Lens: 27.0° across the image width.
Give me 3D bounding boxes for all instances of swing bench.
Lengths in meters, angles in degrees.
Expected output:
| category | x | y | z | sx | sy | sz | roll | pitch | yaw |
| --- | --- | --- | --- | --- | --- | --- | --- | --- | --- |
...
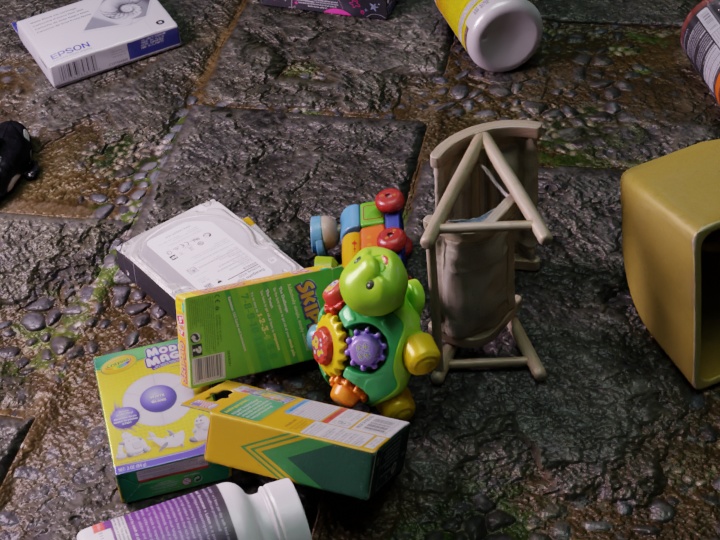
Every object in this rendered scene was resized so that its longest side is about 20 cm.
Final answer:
| category | x | y | z | sx | sy | sz | roll | pitch | yaw |
| --- | --- | --- | --- | --- | --- | --- | --- | --- | --- |
| swing bench | 0.132 | -0.021 | 1.578 | 0.128 | 0.200 | 0.201 | -2 | 40 | 5 |

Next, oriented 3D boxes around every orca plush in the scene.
| category | x | y | z | sx | sy | sz | roll | pitch | yaw |
| --- | --- | --- | --- | --- | --- | --- | --- | --- | --- |
| orca plush | -0.476 | -0.137 | 1.880 | 0.104 | 0.072 | 0.200 | 17 | 45 | 24 |

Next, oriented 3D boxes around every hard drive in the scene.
| category | x | y | z | sx | sy | sz | roll | pitch | yaw |
| --- | --- | --- | --- | --- | --- | --- | --- | --- | --- |
| hard drive | -0.159 | 0.003 | 1.646 | 0.139 | 0.038 | 0.200 | -28 | 46 | -28 |

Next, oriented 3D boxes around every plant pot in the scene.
| category | x | y | z | sx | sy | sz | roll | pitch | yaw |
| --- | --- | --- | --- | --- | --- | --- | --- | --- | --- |
| plant pot | 0.375 | -0.034 | 1.582 | 0.193 | 0.197 | 0.200 | -20 | 36 | -17 |

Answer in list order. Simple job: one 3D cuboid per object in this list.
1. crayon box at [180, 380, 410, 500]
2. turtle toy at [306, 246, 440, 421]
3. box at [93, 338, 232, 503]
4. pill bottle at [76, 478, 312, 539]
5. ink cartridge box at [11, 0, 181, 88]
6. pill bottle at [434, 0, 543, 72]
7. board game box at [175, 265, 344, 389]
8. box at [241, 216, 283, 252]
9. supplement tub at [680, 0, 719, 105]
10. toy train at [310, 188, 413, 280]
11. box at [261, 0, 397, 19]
| category | x | y | z | sx | sy | sz | roll | pitch | yaw |
| --- | --- | --- | --- | --- | --- | --- | --- | --- | --- |
| crayon box | -0.064 | 0.162 | 1.453 | 0.198 | 0.052 | 0.126 | 12 | 10 | 16 |
| turtle toy | 0.008 | 0.056 | 1.508 | 0.100 | 0.201 | 0.146 | -4 | 46 | -28 |
| box | -0.208 | 0.141 | 1.547 | 0.116 | 0.049 | 0.201 | -13 | 39 | -10 |
| pill bottle | -0.146 | 0.258 | 1.352 | 0.198 | 0.112 | 0.112 | -17 | 42 | -13 |
| ink cartridge box | -0.383 | -0.352 | 2.144 | 0.198 | 0.041 | 0.200 | -23 | 43 | -19 |
| pill bottle | 0.167 | -0.365 | 2.044 | 0.108 | 0.110 | 0.201 | -14 | 41 | -10 |
| board game box | -0.099 | 0.055 | 1.562 | 0.198 | 0.097 | 0.030 | -11 | 16 | -32 |
| box | -0.124 | 0.025 | 1.678 | 0.118 | 0.042 | 0.200 | -26 | 47 | -22 |
| supplement tub | 0.485 | -0.258 | 1.888 | 0.106 | 0.108 | 0.201 | -11 | 41 | -6 |
| toy train | 0.000 | 0.000 | 1.662 | 0.114 | 0.085 | 0.201 | -8 | 40 | 6 |
| box | -0.037 | -0.456 | 2.169 | 0.198 | 0.116 | 0.133 | 11 | 43 | 17 |
